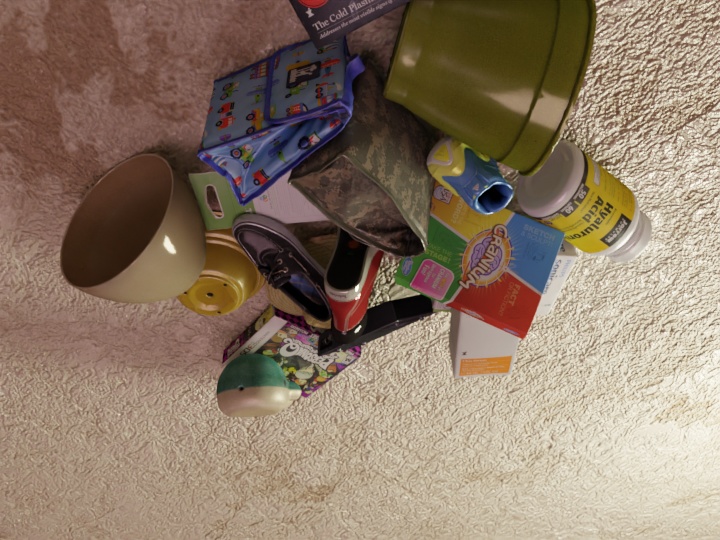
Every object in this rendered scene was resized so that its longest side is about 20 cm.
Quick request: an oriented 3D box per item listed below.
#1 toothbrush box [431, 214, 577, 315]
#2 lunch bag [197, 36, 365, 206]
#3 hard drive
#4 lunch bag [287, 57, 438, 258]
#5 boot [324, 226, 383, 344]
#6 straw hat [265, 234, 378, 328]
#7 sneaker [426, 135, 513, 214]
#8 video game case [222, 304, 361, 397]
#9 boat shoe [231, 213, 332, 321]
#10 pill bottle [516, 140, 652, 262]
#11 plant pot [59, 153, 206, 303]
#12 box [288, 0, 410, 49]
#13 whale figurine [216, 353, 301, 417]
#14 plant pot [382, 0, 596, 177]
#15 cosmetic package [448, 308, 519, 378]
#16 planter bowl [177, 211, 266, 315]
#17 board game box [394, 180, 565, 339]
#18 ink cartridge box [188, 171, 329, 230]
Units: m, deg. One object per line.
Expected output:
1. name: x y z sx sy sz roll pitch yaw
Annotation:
1. toothbrush box: 0.216 -0.008 1.066 0.195 0.087 0.147 3 139 -5
2. lunch bag: -0.080 -0.193 0.799 0.197 0.153 0.094 -23 132 20
3. hard drive: 0.025 0.090 1.133 0.133 0.043 0.198 -9 165 -46
4. lunch bag: 0.022 -0.129 0.856 0.116 0.167 0.199 -18 137 39
5. boot: 0.000 0.000 0.988 0.071 0.202 0.146 14 142 14
6. straw hat: -0.054 0.044 1.084 0.196 0.086 0.203 -8 140 -7
7. sneaker: 0.154 -0.110 0.882 0.076 0.106 0.199 -47 161 22
8. video game case: -0.126 0.152 1.253 0.198 0.036 0.181 28 130 -30
9. boat shoe: -0.107 0.003 0.968 0.069 0.067 0.200 -29 121 26
10. pill bottle: 0.325 -0.090 0.969 0.197 0.113 0.111 26 130 -29
11. plant pot: -0.288 -0.035 0.930 0.197 0.204 0.134 -22 141 20
12. box: -0.004 -0.358 0.665 0.196 0.106 0.183 -21 133 18
13. whale figurine: -0.183 0.211 1.235 0.155 0.106 0.200 -9 163 10
14. plant pot: 0.130 -0.233 0.764 0.189 0.203 0.202 16 136 -3
15. cosmetic package: 0.193 0.085 1.052 0.099 0.072 0.202 -4 141 2
16. planter bowl: -0.231 0.010 1.059 0.195 0.085 0.203 -2 137 -2
17. board game box: 0.165 -0.017 0.949 0.196 0.156 0.040 22 168 10
18. ink cartridge box: -0.127 -0.120 0.944 0.195 0.060 0.105 -5 138 2
